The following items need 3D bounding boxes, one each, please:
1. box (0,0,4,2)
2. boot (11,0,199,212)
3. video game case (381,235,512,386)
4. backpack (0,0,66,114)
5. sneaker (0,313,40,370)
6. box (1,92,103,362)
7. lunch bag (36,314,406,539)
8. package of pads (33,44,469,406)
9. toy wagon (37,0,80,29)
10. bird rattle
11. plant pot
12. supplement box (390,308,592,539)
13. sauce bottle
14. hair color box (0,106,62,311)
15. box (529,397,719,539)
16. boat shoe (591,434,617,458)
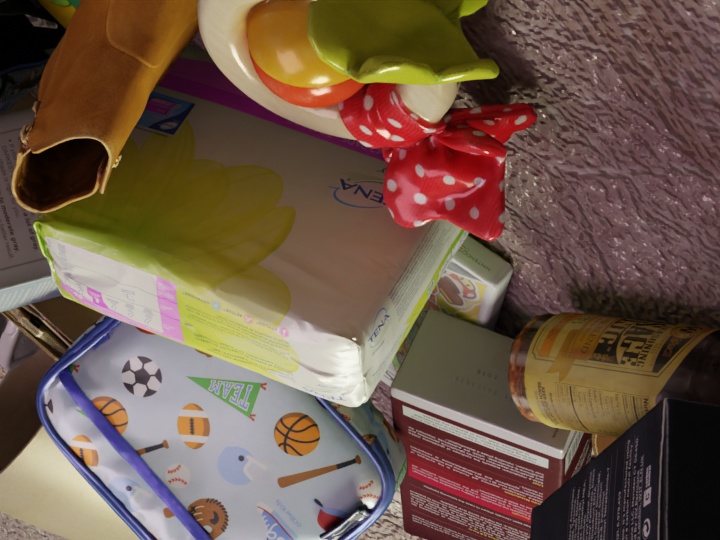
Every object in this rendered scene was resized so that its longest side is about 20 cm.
[{"bbox_3d":[-0.208,-0.202,0.980,0.125,0.148,0.200,57,142,-3],"label":"box"},{"bbox_3d":[-0.104,-0.118,0.989,0.071,0.144,0.201,28,140,-17],"label":"boot"},{"bbox_3d":[0.000,0.000,1.220,0.182,0.023,0.200,35,154,13],"label":"video game case"},{"bbox_3d":[-0.288,-0.147,1.170,0.200,0.154,0.191,44,-168,0],"label":"backpack"},{"bbox_3d":[-0.256,-0.017,1.478,0.099,0.071,0.200,38,136,16],"label":"sneaker"},{"bbox_3d":[-0.186,-0.020,1.266,0.021,0.200,0.163,-37,112,24],"label":"box"},{"bbox_3d":[-0.079,0.099,1.154,0.200,0.160,0.076,50,-166,-3],"label":"lunch bag"},{"bbox_3d":[-0.053,-0.026,1.062,0.199,0.155,0.068,19,146,19],"label":"package of pads"},{"bbox_3d":[-0.143,-0.193,1.093,0.155,0.040,0.200,45,155,-7],"label":"toy wagon"},{"bbox_3d":[0.004,-0.105,0.949,0.162,0.113,0.200,17,160,12],"label":"bird rattle"},{"bbox_3d":[-0.171,0.141,1.538,0.200,0.188,0.187,36,158,-20],"label":"plant pot"},{"bbox_3d":[0.081,0.111,1.212,0.108,0.061,0.200,20,151,15],"label":"supplement box"},{"bbox_3d":[0.167,0.059,1.031,0.199,0.066,0.066,4,137,44],"label":"sauce bottle"},{"bbox_3d":[-0.164,-0.042,1.151,0.099,0.199,0.061,70,158,10],"label":"hair color box"},{"bbox_3d":[0.202,0.159,0.976,0.199,0.124,0.197,9,155,-11],"label":"box"},{"bbox_3d":[0.178,0.156,1.163,0.072,0.068,0.200,12,141,49],"label":"boat shoe"}]
